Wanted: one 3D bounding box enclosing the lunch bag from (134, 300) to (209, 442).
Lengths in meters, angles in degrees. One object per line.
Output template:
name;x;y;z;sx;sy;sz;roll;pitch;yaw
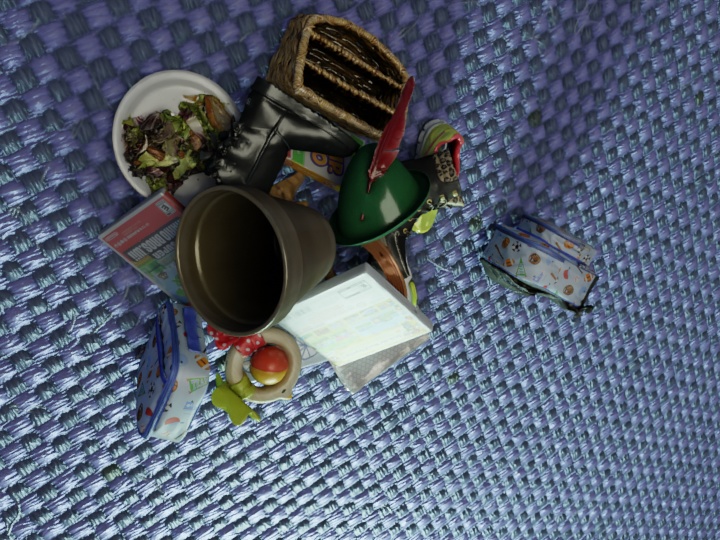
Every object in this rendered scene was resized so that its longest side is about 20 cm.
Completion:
lunch bag;-0.283;0.142;1.036;0.075;0.200;0.161;14;114;-28

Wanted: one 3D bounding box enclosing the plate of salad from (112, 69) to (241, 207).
plate of salad;-0.253;-0.188;1.000;0.199;0.048;0.201;-4;98;-31

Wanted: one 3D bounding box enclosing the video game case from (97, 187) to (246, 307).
video game case;-0.272;-0.021;1.039;0.143;0.017;0.200;-27;125;26

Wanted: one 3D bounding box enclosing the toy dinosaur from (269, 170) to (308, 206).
toy dinosaur;-0.116;-0.120;1.081;0.200;0.060;0.106;-42;119;-21

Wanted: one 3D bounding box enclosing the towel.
towel;0.021;0.104;1.268;0.200;0.032;0.192;-33;119;-13

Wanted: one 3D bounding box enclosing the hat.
hat;-0.001;-0.162;0.992;0.200;0.166;0.176;-36;123;-5

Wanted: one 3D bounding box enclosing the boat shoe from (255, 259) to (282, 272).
boat shoe;-0.141;0.024;1.108;0.199;0.073;0.062;25;91;-25

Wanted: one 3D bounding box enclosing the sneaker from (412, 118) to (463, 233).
sneaker;0.126;-0.156;1.193;0.078;0.090;0.201;2;108;-29

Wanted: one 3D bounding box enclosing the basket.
basket;-0.017;-0.295;1.039;0.199;0.149;0.143;24;96;-30

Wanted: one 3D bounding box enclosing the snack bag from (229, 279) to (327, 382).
snack bag;-0.139;0.082;1.171;0.188;0.021;0.201;-15;107;-12

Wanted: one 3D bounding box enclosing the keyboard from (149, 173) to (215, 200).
keyboard;-0.230;-0.101;1.073;0.199;0.040;0.105;-5;97;-30

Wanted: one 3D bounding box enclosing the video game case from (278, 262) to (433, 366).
video game case;-0.016;0.077;1.103;0.199;0.023;0.182;-25;132;29

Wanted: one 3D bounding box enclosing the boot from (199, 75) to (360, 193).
boot;-0.117;-0.167;1.005;0.198;0.073;0.163;26;101;-30

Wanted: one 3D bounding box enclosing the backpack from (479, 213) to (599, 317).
backpack;0.330;-0.019;1.294;0.190;0.200;0.155;16;95;-23

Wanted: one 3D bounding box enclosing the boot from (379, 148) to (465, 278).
boot;0.094;-0.095;1.120;0.150;0.073;0.201;-15;79;6

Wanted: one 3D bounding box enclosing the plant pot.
plant pot;-0.130;-0.025;0.973;0.173;0.199;0.201;-19;121;-57

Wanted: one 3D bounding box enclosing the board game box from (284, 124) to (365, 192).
board game box;-0.074;-0.196;1.087;0.199;0.030;0.096;25;69;-29

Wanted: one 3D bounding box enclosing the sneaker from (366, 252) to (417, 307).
sneaker;0.036;-0.016;1.192;0.081;0.074;0.201;-19;95;-12

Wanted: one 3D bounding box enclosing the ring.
ring;0.000;0.000;1.131;0.019;0.200;0.201;-38;122;-33

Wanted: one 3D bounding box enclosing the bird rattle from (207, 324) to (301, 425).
bird rattle;-0.176;0.146;1.134;0.162;0.112;0.201;6;88;-29
